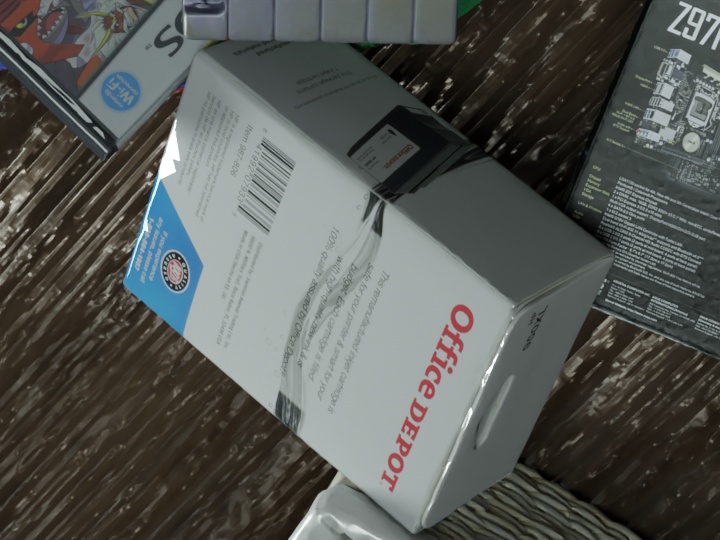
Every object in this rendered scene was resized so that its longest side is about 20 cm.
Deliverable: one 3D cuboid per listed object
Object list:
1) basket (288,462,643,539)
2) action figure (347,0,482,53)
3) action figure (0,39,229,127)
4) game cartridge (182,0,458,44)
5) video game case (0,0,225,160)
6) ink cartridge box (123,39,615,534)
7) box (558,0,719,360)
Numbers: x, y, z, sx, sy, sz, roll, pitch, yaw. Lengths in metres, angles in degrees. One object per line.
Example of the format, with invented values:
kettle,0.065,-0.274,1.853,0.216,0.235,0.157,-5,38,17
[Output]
basket,0.033,0.201,1.287,0.199,0.161,0.199,30,114,-1
action figure,0.044,-0.166,1.195,0.118,0.055,0.200,28,125,-25
action figure,-0.125,-0.108,1.241,0.199,0.052,0.066,2,119,-16
game cartridge,-0.012,-0.192,1.119,0.129,0.038,0.201,-1,122,-7
video game case,-0.126,-0.184,1.197,0.200,0.026,0.181,44,81,-3
ink cartridge box,0.000,0.000,1.208,0.200,0.084,0.145,40,130,22
box,0.203,-0.040,1.198,0.199,0.086,0.164,22,114,3
